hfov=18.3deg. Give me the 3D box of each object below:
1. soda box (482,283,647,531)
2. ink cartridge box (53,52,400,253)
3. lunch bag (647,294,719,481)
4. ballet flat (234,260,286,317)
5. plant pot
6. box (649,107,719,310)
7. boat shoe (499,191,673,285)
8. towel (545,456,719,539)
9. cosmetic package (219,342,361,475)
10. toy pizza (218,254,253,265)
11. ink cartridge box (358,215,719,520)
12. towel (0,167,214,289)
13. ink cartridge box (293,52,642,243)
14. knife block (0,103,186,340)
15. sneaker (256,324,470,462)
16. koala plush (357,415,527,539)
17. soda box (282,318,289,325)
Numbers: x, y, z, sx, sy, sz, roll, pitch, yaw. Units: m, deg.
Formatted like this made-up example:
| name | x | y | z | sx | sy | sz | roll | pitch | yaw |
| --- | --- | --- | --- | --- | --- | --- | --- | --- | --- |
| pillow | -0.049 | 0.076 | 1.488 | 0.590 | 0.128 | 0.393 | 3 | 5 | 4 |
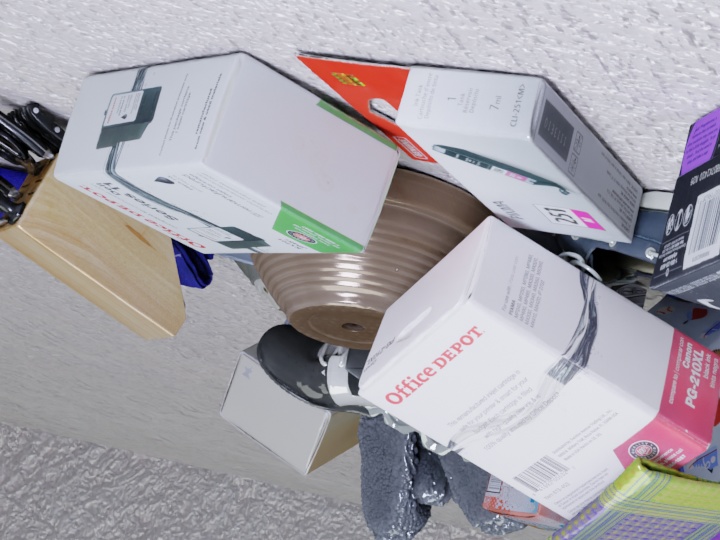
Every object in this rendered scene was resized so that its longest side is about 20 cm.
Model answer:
| name | x | y | z | sx | sy | sz | roll | pitch | yaw |
| --- | --- | --- | --- | --- | --- | --- | --- | --- | --- |
| soda box | 0.158 | 0.099 | 1.727 | 0.068 | 0.201 | 0.063 | 23 | 167 | -39 |
| ink cartridge box | -0.095 | -0.074 | 1.521 | 0.146 | 0.083 | 0.200 | 27 | 164 | -33 |
| lunch bag | 0.252 | 0.142 | 1.682 | 0.123 | 0.201 | 0.170 | 7 | -152 | 42 |
| ballet flat | -0.044 | 0.014 | 1.934 | 0.199 | 0.064 | 0.067 | 6 | 165 | 40 |
| plant pot | 0.000 | 0.000 | 1.657 | 0.200 | 0.093 | 0.201 | 8 | 161 | 3 |
| box | 0.283 | -0.017 | 1.260 | 0.199 | 0.107 | 0.122 | 17 | 169 | -9 |
| boat shoe | 0.171 | -0.016 | 1.515 | 0.199 | 0.062 | 0.075 | 5 | 163 | 39 |
| towel | 0.196 | 0.186 | 1.554 | 0.143 | 0.023 | 0.200 | 10 | 145 | -24 |
| cosmetic package | -0.020 | 0.094 | 1.956 | 0.105 | 0.071 | 0.200 | 34 | -148 | 22 |
| toy pizza | -0.072 | -0.040 | 1.791 | 0.199 | 0.032 | 0.200 | 12 | 166 | 3 |
| ink cartridge box | 0.121 | 0.072 | 1.515 | 0.199 | 0.085 | 0.145 | 31 | 138 | -15 |
| towel | -0.234 | -0.045 | 1.960 | 0.199 | 0.050 | 0.148 | 12 | 161 | 19 |
| ink cartridge box | 0.068 | -0.076 | 1.420 | 0.173 | 0.044 | 0.200 | 8 | 166 | 27 |
| knife block | -0.238 | -0.032 | 1.719 | 0.175 | 0.201 | 0.064 | -12 | -179 | -26 |
| sneaker | 0.019 | 0.071 | 1.727 | 0.199 | 0.074 | 0.089 | 19 | 136 | 5 |
| koala plush | 0.115 | 0.128 | 1.904 | 0.177 | 0.185 | 0.199 | -11 | 175 | 42 |
| soda box | 0.035 | 0.044 | 1.790 | 0.199 | 0.064 | 0.068 | -5 | 132 | 40 |
